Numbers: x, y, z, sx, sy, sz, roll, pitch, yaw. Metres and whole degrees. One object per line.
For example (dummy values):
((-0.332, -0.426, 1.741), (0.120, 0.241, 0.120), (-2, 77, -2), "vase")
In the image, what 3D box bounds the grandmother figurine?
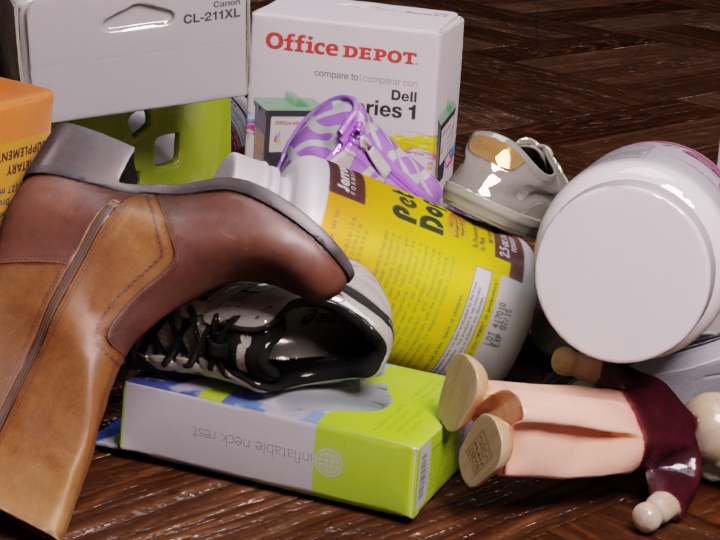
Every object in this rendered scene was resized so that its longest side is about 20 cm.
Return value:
((0.145, 0.089, 1.025), (0.198, 0.061, 0.122), (2, 58, -30), "grandmother figurine")

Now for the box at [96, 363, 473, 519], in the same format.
((-0.041, 0.081, 1.061), (0.198, 0.048, 0.122), (11, 18, 20), "box")

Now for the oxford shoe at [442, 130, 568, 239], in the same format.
((0.108, -0.054, 1.208), (0.075, 0.058, 0.200), (24, 6, 20), "oxford shoe")

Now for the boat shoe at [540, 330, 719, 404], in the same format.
((0.201, 0.063, 1.130), (0.198, 0.073, 0.071), (-4, 22, -19), "boat shoe")

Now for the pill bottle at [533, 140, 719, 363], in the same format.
((0.162, -0.011, 1.082), (0.112, 0.115, 0.200), (8, 11, 13), "pill bottle")

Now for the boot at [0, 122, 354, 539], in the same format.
((-0.119, 0.041, 0.949), (0.187, 0.201, 0.069), (22, -20, 3), "boot")

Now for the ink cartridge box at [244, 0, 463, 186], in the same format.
((-0.008, -0.091, 1.371), (0.143, 0.202, 0.084), (8, 16, 13), "ink cartridge box")

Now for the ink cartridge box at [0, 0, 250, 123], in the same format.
((-0.166, -0.175, 1.185), (0.144, 0.084, 0.200), (-10, 32, -18), "ink cartridge box")

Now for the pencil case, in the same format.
((0.033, -0.033, 1.229), (0.200, 0.084, 0.085), (39, -37, -26), "pencil case")

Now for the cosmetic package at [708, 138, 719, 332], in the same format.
((0.350, -0.034, 1.268), (0.198, 0.202, 0.122), (17, 19, 37), "cosmetic package")

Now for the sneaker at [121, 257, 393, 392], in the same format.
((-0.077, 0.026, 1.020), (0.198, 0.076, 0.088), (-3, 22, -11), "sneaker")

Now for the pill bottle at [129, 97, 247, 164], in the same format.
((-0.146, -0.091, 1.494), (0.112, 0.114, 0.200), (7, 16, 11), "pill bottle")

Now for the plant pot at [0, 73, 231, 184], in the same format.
((-0.219, -0.073, 1.283), (0.198, 0.202, 0.181), (17, 26, 31), "plant pot")

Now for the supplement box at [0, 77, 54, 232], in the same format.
((-0.214, -0.002, 1.023), (0.068, 0.202, 0.066), (14, 19, 20), "supplement box")

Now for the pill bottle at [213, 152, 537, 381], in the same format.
((0.000, 0.000, 1.134), (0.198, 0.110, 0.109), (21, 12, -16), "pill bottle")

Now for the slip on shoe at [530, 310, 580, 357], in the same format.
((0.156, 0.012, 1.306), (0.061, 0.075, 0.200), (21, 18, -2), "slip on shoe")

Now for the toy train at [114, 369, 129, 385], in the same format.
((-0.157, 0.031, 1.154), (0.198, 0.085, 0.116), (0, 27, -13), "toy train")
